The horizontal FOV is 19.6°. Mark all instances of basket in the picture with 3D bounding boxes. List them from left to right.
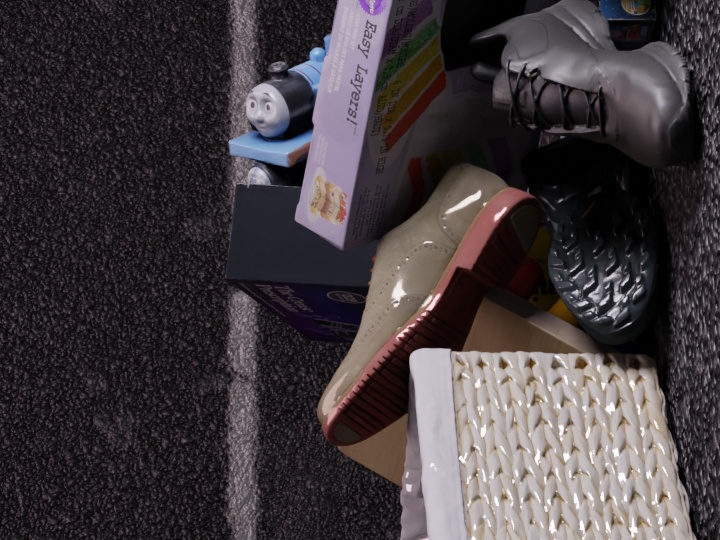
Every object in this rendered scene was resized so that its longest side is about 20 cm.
[{"bbox_3d":[0.107,0.178,1.276,0.201,0.160,0.199,-96,6,-50],"label":"basket"}]

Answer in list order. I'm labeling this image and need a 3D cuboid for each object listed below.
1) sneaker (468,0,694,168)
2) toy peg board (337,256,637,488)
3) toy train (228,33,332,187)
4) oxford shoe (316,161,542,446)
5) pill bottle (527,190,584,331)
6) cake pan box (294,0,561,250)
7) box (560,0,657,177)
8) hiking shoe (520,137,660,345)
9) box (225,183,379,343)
[{"bbox_3d":[0.130,-0.104,1.243,0.200,0.090,0.076,-139,40,-60],"label":"sneaker"},{"bbox_3d":[0.104,0.076,1.436,0.098,0.198,0.201,-45,-24,-43],"label":"toy peg board"},{"bbox_3d":[-0.014,-0.122,1.603,0.086,0.199,0.115,12,120,45],"label":"toy train"},{"bbox_3d":[0.031,0.021,1.328,0.200,0.075,0.070,-51,-32,-4],"label":"oxford shoe"},{"bbox_3d":[0.123,0.020,1.541,0.111,0.110,0.201,-99,9,-77],"label":"pill bottle"},{"bbox_3d":[0.053,-0.126,1.339,0.052,0.184,0.201,32,124,33],"label":"cake pan box"},{"bbox_3d":[0.163,-0.165,1.413,0.200,0.037,0.137,93,176,-60],"label":"box"},{"bbox_3d":[0.161,-0.010,1.345,0.200,0.074,0.087,-98,-19,-55],"label":"hiking shoe"},{"bbox_3d":[0.000,0.000,1.562,0.200,0.140,0.079,40,-127,-67],"label":"box"}]
